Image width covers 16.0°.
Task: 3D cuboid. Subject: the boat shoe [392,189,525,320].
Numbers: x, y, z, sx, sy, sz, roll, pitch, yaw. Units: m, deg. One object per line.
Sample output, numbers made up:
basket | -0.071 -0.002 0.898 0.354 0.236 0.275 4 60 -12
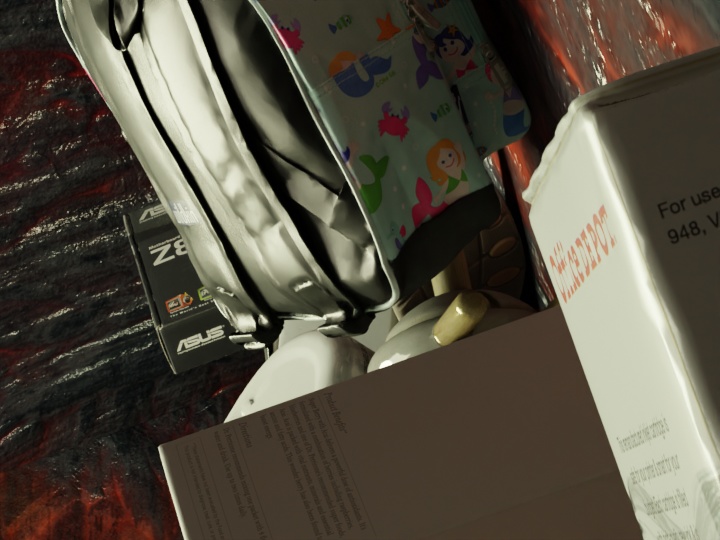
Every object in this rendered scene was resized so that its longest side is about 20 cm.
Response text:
boat shoe | 0.047 0.004 1.336 0.201 0.074 0.074 76 173 -45

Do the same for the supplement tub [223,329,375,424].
supplement tub | 0.029 0.127 1.279 0.199 0.123 0.123 32 -167 -22

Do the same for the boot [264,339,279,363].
boot | 0.004 0.096 1.449 0.174 0.069 0.201 44 127 48

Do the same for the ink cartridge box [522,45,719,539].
ink cartridge box | 0.110 0.054 0.557 0.147 0.083 0.201 102 148 -83

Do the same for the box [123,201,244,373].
box | -0.059 -0.017 1.820 0.161 0.199 0.049 -113 4 -58

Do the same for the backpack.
backpack | -0.035 -0.088 1.126 0.177 0.151 0.201 -6 123 57

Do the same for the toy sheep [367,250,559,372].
toy sheep | 0.059 0.075 1.158 0.138 0.137 0.201 79 -175 -66

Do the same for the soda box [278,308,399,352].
soda box | 0.000 0.000 1.390 0.063 0.068 0.202 42 -131 -61

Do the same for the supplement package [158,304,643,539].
supplement package | 0.040 0.111 0.983 0.121 0.199 0.120 -115 7 -60
